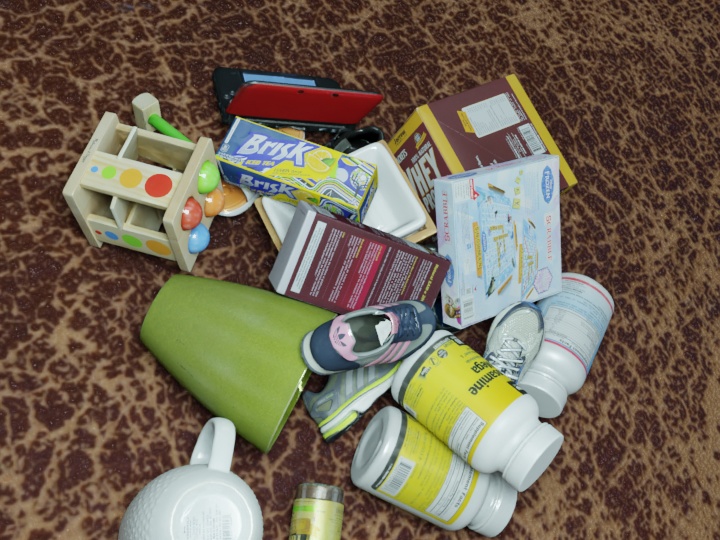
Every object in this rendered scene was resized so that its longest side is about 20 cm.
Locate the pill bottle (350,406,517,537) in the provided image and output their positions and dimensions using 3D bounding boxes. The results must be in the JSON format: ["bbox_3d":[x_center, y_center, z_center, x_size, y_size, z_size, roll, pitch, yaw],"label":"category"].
[{"bbox_3d":[0.097,0.265,1.081,0.199,0.111,0.112,29,61,-11],"label":"pill bottle"}]

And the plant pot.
[{"bbox_3d":[-0.157,0.090,1.016,0.199,0.187,0.188,27,61,2],"label":"plant pot"}]

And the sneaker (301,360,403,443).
[{"bbox_3d":[0.007,0.130,1.097,0.200,0.074,0.081,-42,81,-11],"label":"sneaker"}]

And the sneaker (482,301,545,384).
[{"bbox_3d":[0.189,0.137,1.121,0.077,0.201,0.085,25,18,2],"label":"sneaker"}]

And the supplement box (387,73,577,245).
[{"bbox_3d":[0.176,-0.156,1.269,0.199,0.133,0.198,-24,81,-29],"label":"supplement box"}]

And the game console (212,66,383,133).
[{"bbox_3d":[-0.092,-0.261,1.179,0.199,0.119,0.173,1,48,-23],"label":"game console"}]

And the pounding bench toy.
[{"bbox_3d":[-0.244,-0.125,1.055,0.155,0.124,0.201,14,63,7],"label":"pounding bench toy"}]

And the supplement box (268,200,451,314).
[{"bbox_3d":[0.000,0.000,1.037,0.199,0.061,0.109,20,100,-20],"label":"supplement box"}]

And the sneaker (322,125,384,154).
[{"bbox_3d":[-0.045,-0.153,1.191,0.200,0.100,0.070,-34,85,-27],"label":"sneaker"}]

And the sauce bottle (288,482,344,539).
[{"bbox_3d":[-0.059,0.359,1.003,0.064,0.065,0.201,14,63,-17],"label":"sauce bottle"}]

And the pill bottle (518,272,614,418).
[{"bbox_3d":[0.289,0.109,1.226,0.108,0.109,0.201,36,61,-6],"label":"pill bottle"}]

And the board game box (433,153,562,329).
[{"bbox_3d":[0.192,-0.044,1.148,0.199,0.041,0.201,-15,109,-32],"label":"board game box"}]

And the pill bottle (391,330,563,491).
[{"bbox_3d":[0.143,0.172,1.029,0.112,0.113,0.200,-35,59,-30],"label":"pill bottle"}]

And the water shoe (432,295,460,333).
[{"bbox_3d":[0.072,0.064,1.168,0.199,0.079,0.072,-13,75,-27],"label":"water shoe"}]

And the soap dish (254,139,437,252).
[{"bbox_3d":[-0.020,-0.066,1.125,0.199,0.081,0.158,-26,69,-8],"label":"soap dish"}]

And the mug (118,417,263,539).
[{"bbox_3d":[-0.177,0.262,0.928,0.147,0.175,0.201,17,64,-16],"label":"mug"}]

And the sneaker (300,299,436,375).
[{"bbox_3d":[0.031,0.070,0.954,0.199,0.082,0.071,-17,80,-42],"label":"sneaker"}]

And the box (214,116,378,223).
[{"bbox_3d":[-0.081,-0.125,1.074,0.199,0.064,0.070,20,69,11],"label":"box"}]

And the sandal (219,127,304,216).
[{"bbox_3d":[-0.151,-0.160,1.163,0.079,0.059,0.207,26,55,16],"label":"sandal"}]

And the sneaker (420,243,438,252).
[{"bbox_3d":[0.057,0.001,1.190,0.199,0.076,0.080,15,55,-7],"label":"sneaker"}]
